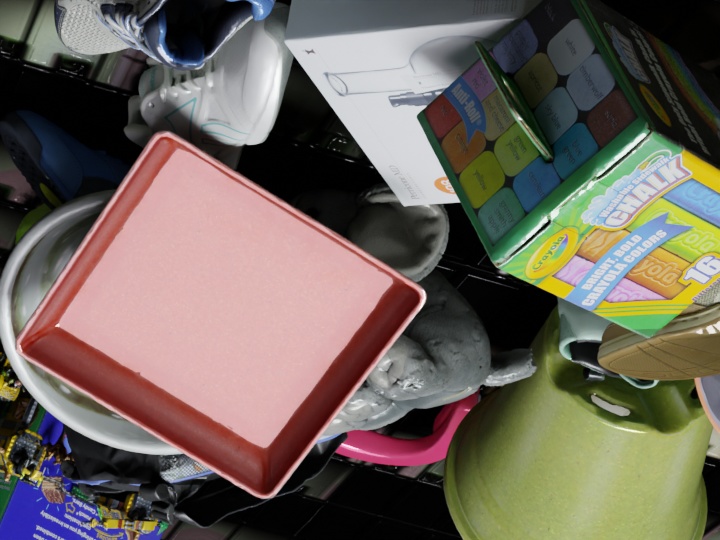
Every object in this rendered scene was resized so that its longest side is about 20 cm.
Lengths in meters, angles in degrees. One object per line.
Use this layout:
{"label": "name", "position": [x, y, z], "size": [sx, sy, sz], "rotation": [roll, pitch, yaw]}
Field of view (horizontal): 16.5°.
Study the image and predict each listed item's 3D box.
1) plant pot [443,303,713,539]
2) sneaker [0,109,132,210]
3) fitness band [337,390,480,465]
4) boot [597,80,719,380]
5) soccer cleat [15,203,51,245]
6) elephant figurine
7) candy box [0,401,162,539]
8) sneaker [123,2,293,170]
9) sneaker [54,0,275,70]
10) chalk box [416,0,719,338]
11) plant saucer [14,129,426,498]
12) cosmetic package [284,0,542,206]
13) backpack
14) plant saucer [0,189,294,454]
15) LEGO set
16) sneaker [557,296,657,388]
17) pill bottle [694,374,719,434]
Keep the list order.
{"label": "plant pot", "position": [0.175, 0.110, 1.778], "size": [0.200, 0.200, 0.184], "rotation": [12, 142, -4]}
{"label": "sneaker", "position": [-0.160, -0.047, 1.693], "size": [0.200, 0.078, 0.066], "rotation": [47, 168, -17]}
{"label": "fitness band", "position": [0.017, 0.098, 1.953], "size": [0.144, 0.037, 0.200], "rotation": [15, 152, -5]}
{"label": "boot", "position": [0.219, -0.029, 1.498], "size": [0.072, 0.155, 0.200], "rotation": [17, 147, -38]}
{"label": "soccer cleat", "position": [-0.148, 0.003, 1.765], "size": [0.200, 0.081, 0.068], "rotation": [9, 153, 1]}
{"label": "elephant figurine", "position": [0.000, 0.000, 1.686], "size": [0.141, 0.200, 0.155], "rotation": [-25, 166, 25]}
{"label": "candy box", "position": [-0.243, 0.195, 2.032], "size": [0.077, 0.200, 0.169], "rotation": [3, 155, 42]}
{"label": "sneaker", "position": [-0.094, -0.110, 1.543], "size": [0.080, 0.070, 0.200], "rotation": [21, 152, -13]}
{"label": "sneaker", "position": [-0.117, -0.155, 1.442], "size": [0.077, 0.085, 0.200], "rotation": [29, 148, -33]}
{"label": "chalk box", "position": [0.126, -0.066, 1.402], "size": [0.124, 0.125, 0.200], "rotation": [-42, 139, 23]}
{"label": "plant saucer", "position": [-0.089, 0.025, 1.591], "size": [0.200, 0.037, 0.200], "rotation": [32, 118, -9]}
{"label": "cosmetic package", "position": [0.063, -0.111, 1.510], "size": [0.151, 0.052, 0.200], "rotation": [-2, 151, 25]}
{"label": "backpack", "position": [-0.112, 0.094, 1.829], "size": [0.190, 0.154, 0.200], "rotation": [-6, -174, -27]}
{"label": "plant saucer", "position": [-0.139, 0.027, 1.649], "size": [0.200, 0.050, 0.200], "rotation": [4, 121, 6]}
{"label": "LEGO set", "position": [-0.187, 0.128, 1.942], "size": [0.116, 0.154, 0.200], "rotation": [7, 154, 46]}
{"label": "sneaker", "position": [0.227, 0.032, 1.659], "size": [0.200, 0.118, 0.074], "rotation": [6, 151, 4]}
{"label": "pill bottle", "position": [0.312, 0.047, 1.578], "size": [0.200, 0.106, 0.106], "rotation": [-20, 160, -19]}
